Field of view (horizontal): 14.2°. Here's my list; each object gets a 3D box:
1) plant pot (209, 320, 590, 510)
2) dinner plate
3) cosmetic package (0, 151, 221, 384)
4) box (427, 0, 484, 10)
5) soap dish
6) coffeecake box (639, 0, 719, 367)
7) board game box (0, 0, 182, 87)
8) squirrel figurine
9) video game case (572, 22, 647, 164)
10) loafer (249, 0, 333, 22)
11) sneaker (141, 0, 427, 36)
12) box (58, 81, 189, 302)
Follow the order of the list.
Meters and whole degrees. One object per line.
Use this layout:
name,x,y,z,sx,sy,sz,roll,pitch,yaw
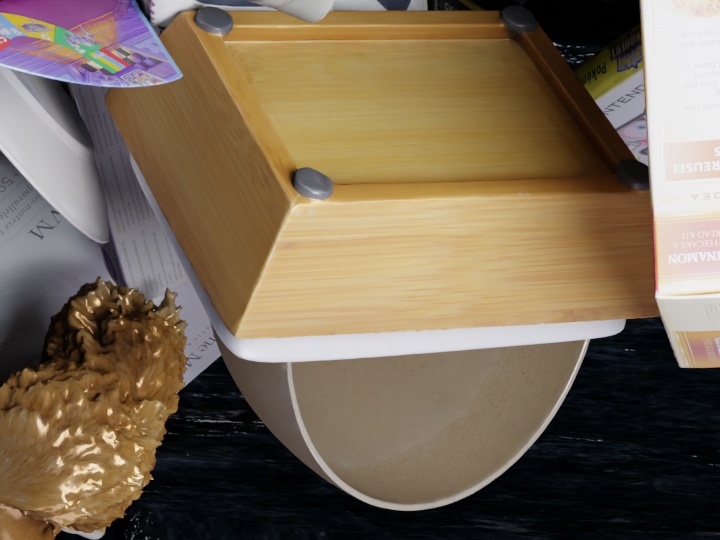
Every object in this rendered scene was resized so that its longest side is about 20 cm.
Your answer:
plant pot,0.000,0.000,1.389,0.200,0.202,0.134,14,-176,-44
dinner plate,-0.161,-0.097,1.220,0.024,0.201,0.200,-36,162,5
cosmetic package,-0.180,-0.004,1.460,0.199,0.123,0.200,-41,138,20
box,0.008,-0.093,1.460,0.159,0.050,0.200,-5,166,26
soap dish,0.015,-0.040,1.174,0.199,0.158,0.082,-2,130,-27
coffeecake box,0.147,-0.074,1.108,0.073,0.201,0.154,-4,168,9
board game box,-0.151,-0.139,1.138,0.157,0.039,0.200,13,-156,-28
squirrel figurine,-0.158,0.091,1.339,0.199,0.142,0.187,-24,173,17
video game case,0.205,-0.088,1.390,0.199,0.026,0.181,8,156,-30
loafer,-0.028,-0.127,1.104,0.199,0.070,0.070,-9,-151,-16
sneaker,-0.030,-0.132,1.221,0.129,0.080,0.199,-11,155,-5
box,-0.114,-0.073,1.311,0.041,0.039,0.201,-25,133,-13
